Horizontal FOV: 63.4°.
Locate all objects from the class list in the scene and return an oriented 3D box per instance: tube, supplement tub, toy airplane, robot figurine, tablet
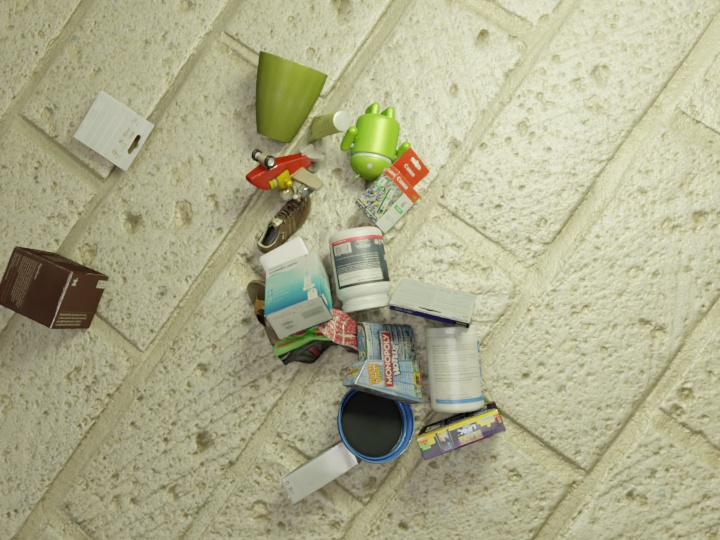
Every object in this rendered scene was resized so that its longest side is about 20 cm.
[{"bbox_3d":[-0.092,-0.376,1.516,0.058,0.200,0.052,-37,111,-19],"label":"tube"},{"bbox_3d":[0.228,0.237,1.418,0.131,0.132,0.202,-4,85,10],"label":"supplement tub"},{"bbox_3d":[0.000,0.000,1.475,0.139,0.140,0.202,-10,84,9],"label":"supplement tub"},{"bbox_3d":[-0.186,-0.253,1.531,0.197,0.200,0.142,4,118,2],"label":"toy airplane"},{"bbox_3d":[0.037,-0.325,1.507,0.174,0.116,0.202,12,87,-20],"label":"robot figurine"},{"bbox_3d":[-0.171,0.026,1.551,0.130,0.014,0.201,-27,92,7],"label":"tablet"}]

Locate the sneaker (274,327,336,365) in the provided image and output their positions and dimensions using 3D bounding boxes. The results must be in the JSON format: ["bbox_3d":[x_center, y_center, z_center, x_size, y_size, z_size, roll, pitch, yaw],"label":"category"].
[{"bbox_3d":[-0.124,0.195,1.526,0.198,0.077,0.084,-13,122,1],"label":"sneaker"}]

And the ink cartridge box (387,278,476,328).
[{"bbox_3d":[0.174,0.086,1.408,0.198,0.200,0.041,13,109,12],"label":"ink cartridge box"}]

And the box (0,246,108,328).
[{"bbox_3d":[-0.854,0.050,1.617,0.199,0.166,0.165,21,89,12],"label":"box"}]

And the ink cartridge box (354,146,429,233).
[{"bbox_3d":[0.093,-0.204,1.488,0.200,0.109,0.050,-45,41,5],"label":"ink cartridge box"}]

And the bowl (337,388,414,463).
[{"bbox_3d":[0.035,0.373,1.441,0.199,0.039,0.202,8,66,-18],"label":"bowl"}]

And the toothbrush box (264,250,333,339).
[{"bbox_3d":[-0.154,0.056,1.441,0.146,0.201,0.086,-21,125,6],"label":"toothbrush box"}]

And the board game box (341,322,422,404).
[{"bbox_3d":[0.051,0.224,1.414,0.062,0.199,0.202,-22,67,52],"label":"board game box"}]

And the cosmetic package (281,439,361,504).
[{"bbox_3d":[-0.092,0.498,1.472,0.199,0.102,0.074,-32,81,8],"label":"cosmetic package"}]

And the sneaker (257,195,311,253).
[{"bbox_3d":[-0.202,-0.127,1.556,0.070,0.076,0.201,35,93,11],"label":"sneaker"}]

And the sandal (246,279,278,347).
[{"bbox_3d":[-0.249,0.117,1.548,0.080,0.054,0.201,-25,83,24],"label":"sandal"}]

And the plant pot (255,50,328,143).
[{"bbox_3d":[-0.203,-0.449,1.546,0.186,0.187,0.201,21,104,11],"label":"plant pot"}]

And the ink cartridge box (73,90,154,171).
[{"bbox_3d":[-0.709,-0.400,1.693,0.199,0.057,0.163,33,92,3],"label":"ink cartridge box"}]

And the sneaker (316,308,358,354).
[{"bbox_3d":[-0.035,0.167,1.457,0.199,0.075,0.081,34,59,-21],"label":"sneaker"}]

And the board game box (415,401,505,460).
[{"bbox_3d":[0.240,0.378,1.387,0.199,0.165,0.057,-23,82,9],"label":"board game box"}]
